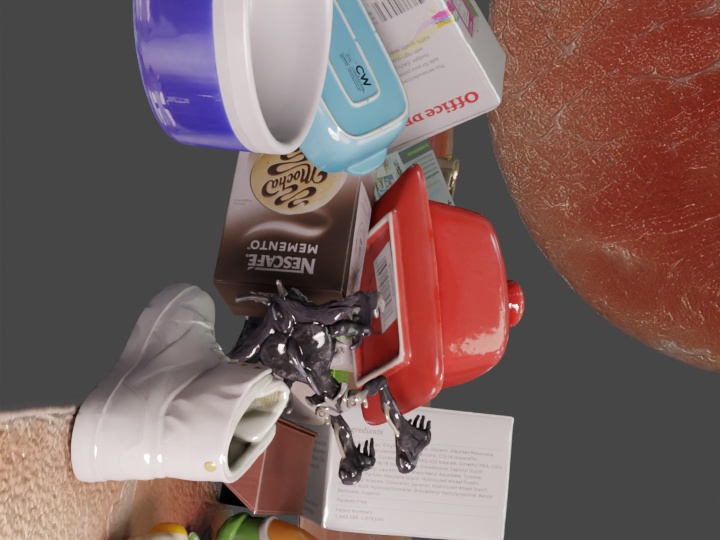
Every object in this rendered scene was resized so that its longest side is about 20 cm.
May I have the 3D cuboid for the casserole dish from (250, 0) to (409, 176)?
[{"bbox_3d":[-0.026,-0.176,0.919,0.121,0.039,0.201,-31,96,-39],"label":"casserole dish"}]

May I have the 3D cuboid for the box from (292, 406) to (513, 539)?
[{"bbox_3d":[0.035,0.209,1.206,0.199,0.198,0.132,159,-62,-74],"label":"box"}]

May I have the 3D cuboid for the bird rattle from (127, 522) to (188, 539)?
[{"bbox_3d":[-0.143,0.256,0.723,0.200,0.112,0.165,-27,111,-64],"label":"bird rattle"}]

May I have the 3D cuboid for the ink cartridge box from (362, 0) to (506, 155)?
[{"bbox_3d":[0.028,-0.223,1.038,0.200,0.144,0.085,53,32,-31],"label":"ink cartridge box"}]

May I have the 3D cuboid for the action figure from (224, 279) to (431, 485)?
[{"bbox_3d":[-0.028,0.072,0.870,0.201,0.118,0.102,59,12,-27],"label":"action figure"}]

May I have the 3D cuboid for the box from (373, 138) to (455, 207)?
[{"bbox_3d":[0.044,-0.068,1.167,0.156,0.041,0.202,-33,102,-57],"label":"box"}]

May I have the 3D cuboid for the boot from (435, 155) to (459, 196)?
[{"bbox_3d":[0.048,-0.141,1.408,0.072,0.153,0.202,80,17,-58],"label":"boot"}]

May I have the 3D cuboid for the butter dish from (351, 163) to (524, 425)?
[{"bbox_3d":[0.077,0.028,1.011,0.199,0.146,0.202,138,-49,-66],"label":"butter dish"}]

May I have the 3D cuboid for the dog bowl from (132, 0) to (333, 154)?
[{"bbox_3d":[-0.081,-0.183,0.775,0.200,0.078,0.202,6,90,-77],"label":"dog bowl"}]

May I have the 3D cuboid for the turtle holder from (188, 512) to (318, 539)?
[{"bbox_3d":[-0.078,0.295,0.908,0.141,0.130,0.187,82,17,-60],"label":"turtle holder"}]

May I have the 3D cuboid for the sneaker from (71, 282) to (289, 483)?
[{"bbox_3d":[-0.098,0.074,0.734,0.200,0.114,0.074,-72,162,-60],"label":"sneaker"}]

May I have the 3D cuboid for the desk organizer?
[{"bbox_3d":[-0.092,0.164,0.959,0.200,0.071,0.078,58,40,-75],"label":"desk organizer"}]

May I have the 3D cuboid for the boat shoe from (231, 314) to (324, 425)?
[{"bbox_3d":[-0.064,0.080,1.064,0.200,0.074,0.094,72,31,-66],"label":"boat shoe"}]

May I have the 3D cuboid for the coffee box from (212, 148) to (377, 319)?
[{"bbox_3d":[-0.049,-0.062,0.973,0.080,0.112,0.202,73,23,-66],"label":"coffee box"}]

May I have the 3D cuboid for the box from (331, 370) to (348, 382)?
[{"bbox_3d":[-0.035,0.043,1.329,0.122,0.047,0.202,13,83,-81],"label":"box"}]

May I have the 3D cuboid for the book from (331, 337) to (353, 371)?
[{"bbox_3d":[0.000,0.000,1.140,0.133,0.048,0.202,12,68,-55],"label":"book"}]
